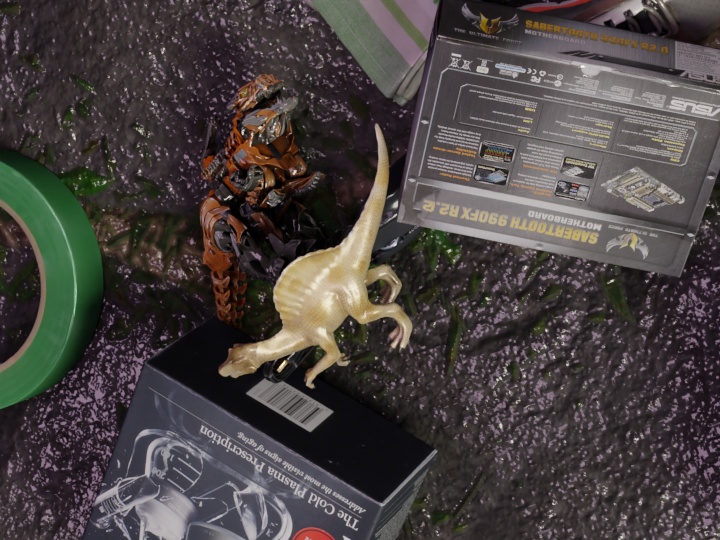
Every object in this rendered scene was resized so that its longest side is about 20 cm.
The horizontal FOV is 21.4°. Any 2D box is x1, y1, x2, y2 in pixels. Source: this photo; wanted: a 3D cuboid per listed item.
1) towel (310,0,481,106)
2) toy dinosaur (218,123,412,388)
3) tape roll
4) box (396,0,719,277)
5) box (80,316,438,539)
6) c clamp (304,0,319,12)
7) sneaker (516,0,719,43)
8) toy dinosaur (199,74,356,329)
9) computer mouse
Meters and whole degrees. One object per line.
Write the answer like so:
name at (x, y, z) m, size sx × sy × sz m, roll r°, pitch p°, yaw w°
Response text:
towel at (0.045, -0.231, 1.276) m, size 0.200 × 0.023 × 0.153 m, roll -50°, pitch 61°, yaw 27°
toy dinosaur at (-0.010, 0.011, 1.283) m, size 0.200 × 0.101 × 0.058 m, roll -54°, pitch 37°, yaw 6°
tape roll at (-0.296, 0.007, 1.467) m, size 0.199 × 0.048 × 0.202 m, roll 3°, pitch 98°, yaw 19°
box at (0.133, -0.084, 1.235) m, size 0.198 × 0.049 × 0.159 m, roll 11°, pitch 134°, yaw 0°
box at (-0.077, 0.169, 1.365) m, size 0.199 × 0.104 × 0.183 m, roll 29°, pitch 118°, yaw 14°
c clamp at (-0.017, -0.273, 1.342) m, size 0.200 × 0.027 × 0.171 m, roll -40°, pitch 83°, yaw 20°
sneaker at (0.168, -0.152, 1.253) m, size 0.199 × 0.082 × 0.077 m, roll -24°, pitch 113°, yaw 26°
toy dinosaur at (-0.067, -0.038, 1.370) m, size 0.135 × 0.102 × 0.201 m, roll 34°, pitch 146°, yaw 27°
computer mouse at (0.000, 0.000, 1.335) m, size 0.034 × 0.059 × 0.201 m, roll 36°, pitch 91°, yaw 25°
